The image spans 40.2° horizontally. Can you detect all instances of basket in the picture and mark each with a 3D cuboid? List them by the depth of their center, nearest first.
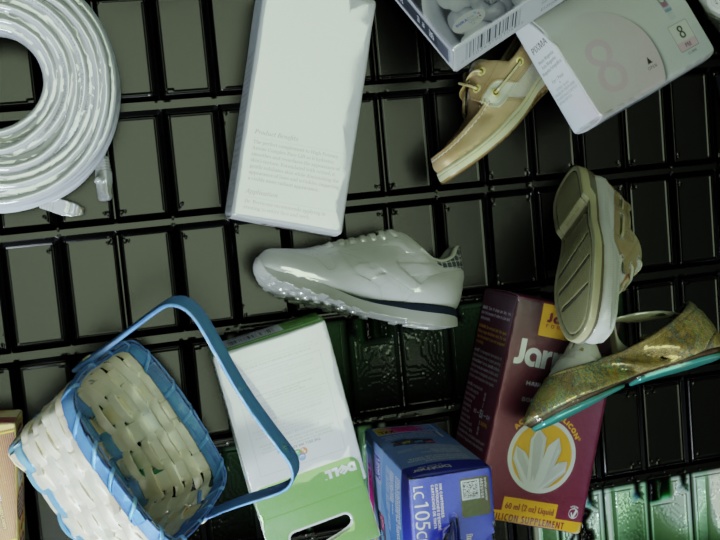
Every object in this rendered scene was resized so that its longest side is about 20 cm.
[{"bbox_3d":[-0.168,0.131,0.793,0.198,0.139,0.178,-25,101,25],"label":"basket"}]

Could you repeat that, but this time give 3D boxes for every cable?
[{"bbox_3d":[-0.295,-0.148,0.795,0.196,0.069,0.204,3,93,-14],"label":"cable"}]

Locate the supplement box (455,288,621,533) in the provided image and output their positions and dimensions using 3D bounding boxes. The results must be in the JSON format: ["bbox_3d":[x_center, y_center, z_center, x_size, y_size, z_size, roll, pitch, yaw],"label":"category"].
[{"bbox_3d":[0.159,0.127,0.913,0.109,0.086,0.204,11,91,-13],"label":"supplement box"}]

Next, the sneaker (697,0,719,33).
[{"bbox_3d":[0.344,-0.275,0.907,0.198,0.076,0.076,25,43,-37],"label":"sneaker"}]

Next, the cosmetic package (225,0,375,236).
[{"bbox_3d":[-0.054,-0.138,0.853,0.100,0.074,0.204,10,90,-14],"label":"cosmetic package"}]

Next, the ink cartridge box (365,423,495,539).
[{"bbox_3d":[0.062,0.219,0.837,0.075,0.200,0.139,-5,95,-13],"label":"ink cartridge box"}]

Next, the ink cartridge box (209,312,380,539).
[{"bbox_3d":[-0.059,0.151,0.876,0.102,0.059,0.203,-16,97,-11],"label":"ink cartridge box"}]

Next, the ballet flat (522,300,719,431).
[{"bbox_3d":[0.219,0.077,0.853,0.197,0.071,0.072,-19,98,-12],"label":"ballet flat"}]

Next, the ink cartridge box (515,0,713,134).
[{"bbox_3d":[0.205,-0.243,0.878,0.161,0.057,0.202,-30,91,-26],"label":"ink cartridge box"}]

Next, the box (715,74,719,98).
[{"bbox_3d":[0.469,-0.152,0.973,0.197,0.079,0.144,-16,100,-11],"label":"box"}]

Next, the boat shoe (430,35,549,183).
[{"bbox_3d":[0.124,-0.164,0.897,0.066,0.074,0.200,45,72,-8],"label":"boat shoe"}]

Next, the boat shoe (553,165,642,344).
[{"bbox_3d":[0.216,-0.013,0.876,0.067,0.075,0.202,21,47,-11],"label":"boat shoe"}]

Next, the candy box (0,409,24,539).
[{"bbox_3d":[-0.340,0.222,0.816,0.113,0.055,0.204,0,93,-13],"label":"candy box"}]

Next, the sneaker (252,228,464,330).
[{"bbox_3d":[0.000,0.000,0.881,0.197,0.076,0.082,12,83,-21],"label":"sneaker"}]

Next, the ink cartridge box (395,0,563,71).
[{"bbox_3d":[0.100,-0.298,0.847,0.197,0.044,0.201,-34,70,-9],"label":"ink cartridge box"}]
